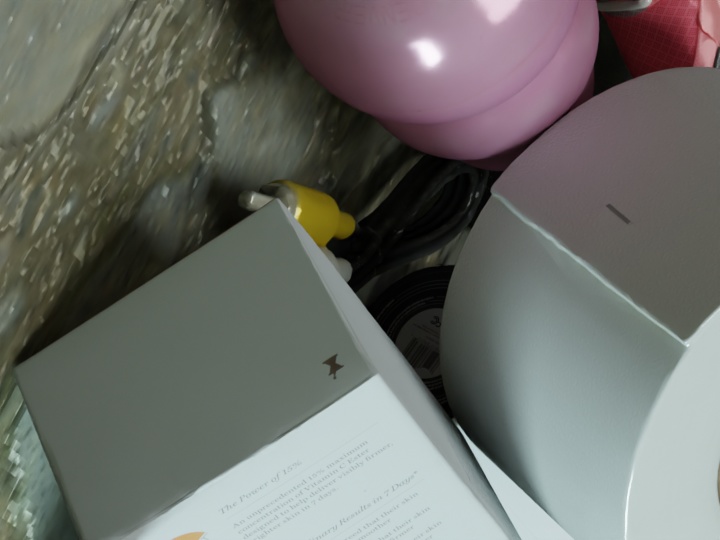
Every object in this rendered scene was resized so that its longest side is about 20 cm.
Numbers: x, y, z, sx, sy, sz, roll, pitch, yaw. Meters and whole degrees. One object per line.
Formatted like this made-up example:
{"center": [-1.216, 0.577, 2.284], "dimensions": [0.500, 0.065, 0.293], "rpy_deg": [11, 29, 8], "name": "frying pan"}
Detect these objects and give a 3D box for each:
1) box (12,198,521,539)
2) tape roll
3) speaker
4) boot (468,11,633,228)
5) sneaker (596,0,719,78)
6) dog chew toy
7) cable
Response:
{"center": [-0.026, 0.086, 1.014], "dimensions": [0.124, 0.098, 0.200], "rpy_deg": [-32, 141, 3], "name": "box"}
{"center": [0.151, 0.034, 1.074], "dimensions": [0.202, 0.139, 0.203], "rpy_deg": [-16, 125, -25], "name": "tape roll"}
{"center": [0.071, 0.078, 1.213], "dimensions": [0.081, 0.081, 0.200], "rpy_deg": [-63, 146, -16], "name": "speaker"}
{"center": [0.150, -0.065, 1.222], "dimensions": [0.200, 0.130, 0.068], "rpy_deg": [-49, 140, -32], "name": "boot"}
{"center": [0.103, -0.160, 1.156], "dimensions": [0.087, 0.074, 0.201], "rpy_deg": [-26, 104, -33], "name": "sneaker"}
{"center": [0.042, -0.103, 1.065], "dimensions": [0.125, 0.124, 0.200], "rpy_deg": [-66, 155, -11], "name": "dog chew toy"}
{"center": [0.000, 0.000, 1.101], "dimensions": [0.200, 0.050, 0.098], "rpy_deg": [-12, 116, -52], "name": "cable"}
